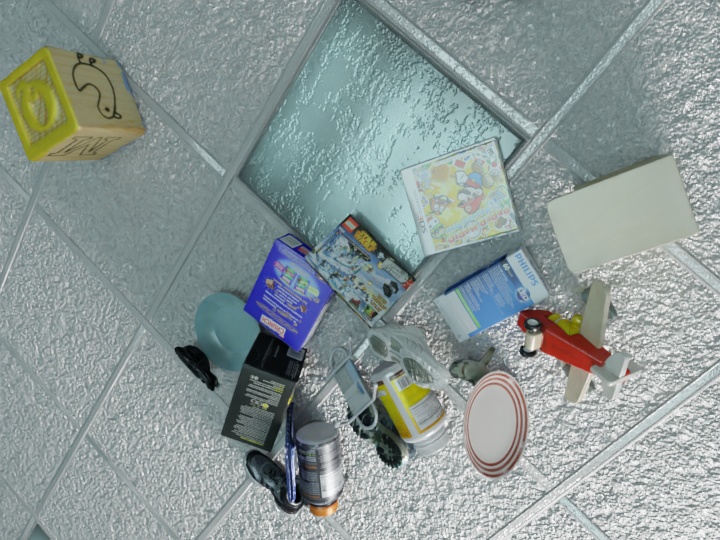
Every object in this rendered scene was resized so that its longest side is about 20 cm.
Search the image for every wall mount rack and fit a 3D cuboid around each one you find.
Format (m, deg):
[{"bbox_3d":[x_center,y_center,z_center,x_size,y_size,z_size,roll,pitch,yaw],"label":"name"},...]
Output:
[{"bbox_3d":[-0.021,0.240,1.111,0.174,0.074,0.201,-49,57,29],"label":"wall mount rack"}]

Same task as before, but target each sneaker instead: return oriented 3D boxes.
[{"bbox_3d":[0.110,0.154,1.019,0.199,0.099,0.079,33,138,36],"label":"sneaker"},{"bbox_3d":[0.046,0.352,1.151,0.200,0.086,0.078,47,117,33],"label":"sneaker"},{"bbox_3d":[-0.204,0.517,1.276,0.200,0.075,0.114,48,138,0],"label":"sneaker"}]

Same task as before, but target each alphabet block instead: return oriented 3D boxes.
[{"bbox_3d":[-0.674,-0.381,1.214,0.194,0.200,0.198,-20,94,25],"label":"alphabet block"}]

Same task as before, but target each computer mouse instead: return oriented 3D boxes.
[{"bbox_3d":[-0.407,0.229,1.284,0.139,0.053,0.200,50,159,-10],"label":"computer mouse"}]

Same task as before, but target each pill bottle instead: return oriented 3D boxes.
[{"bbox_3d":[-0.095,0.475,1.219,0.105,0.106,0.203,1,102,22],"label":"pill bottle"},{"bbox_3d":[0.110,0.283,1.086,0.108,0.109,0.202,-29,90,26],"label":"pill bottle"}]

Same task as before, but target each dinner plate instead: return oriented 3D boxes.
[{"bbox_3d":[0.259,0.296,0.993,0.024,0.199,0.203,-9,100,51],"label":"dinner plate"}]

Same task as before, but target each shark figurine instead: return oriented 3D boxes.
[{"bbox_3d":[0.240,0.244,1.055,0.089,0.128,0.216,-7,119,49],"label":"shark figurine"}]

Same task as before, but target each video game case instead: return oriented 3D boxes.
[{"bbox_3d":[0.192,-0.139,1.001,0.197,0.023,0.185,-15,96,25],"label":"video game case"}]

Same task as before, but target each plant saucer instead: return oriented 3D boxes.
[{"bbox_3d":[-0.322,0.149,1.277,0.198,0.039,0.205,5,103,22],"label":"plant saucer"}]

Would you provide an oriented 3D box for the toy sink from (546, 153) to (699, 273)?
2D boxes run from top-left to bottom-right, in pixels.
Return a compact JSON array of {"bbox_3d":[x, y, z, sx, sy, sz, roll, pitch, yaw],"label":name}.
[{"bbox_3d":[0.427,-0.095,0.863,0.198,0.112,0.132,-21,94,21],"label":"toy sink"}]

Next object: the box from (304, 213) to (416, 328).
[{"bbox_3d":[0.000,0.000,1.067,0.137,0.040,0.200,-43,82,-11],"label":"box"}]

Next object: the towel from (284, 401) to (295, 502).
[{"bbox_3d":[-0.159,0.416,1.193,0.023,0.200,0.147,-2,103,-6],"label":"towel"}]

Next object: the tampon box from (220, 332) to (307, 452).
[{"bbox_3d":[-0.220,0.278,1.186,0.125,0.150,0.202,20,112,-4],"label":"tampon box"}]

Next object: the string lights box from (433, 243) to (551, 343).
[{"bbox_3d":[0.254,0.046,0.998,0.199,0.059,0.104,-33,89,26],"label":"string lights box"}]

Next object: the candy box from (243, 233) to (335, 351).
[{"bbox_3d":[-0.151,0.049,1.161,0.168,0.077,0.202,35,112,10],"label":"candy box"}]

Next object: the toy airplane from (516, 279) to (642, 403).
[{"bbox_3d":[0.398,0.129,0.910,0.201,0.140,0.200,59,142,5],"label":"toy airplane"}]
